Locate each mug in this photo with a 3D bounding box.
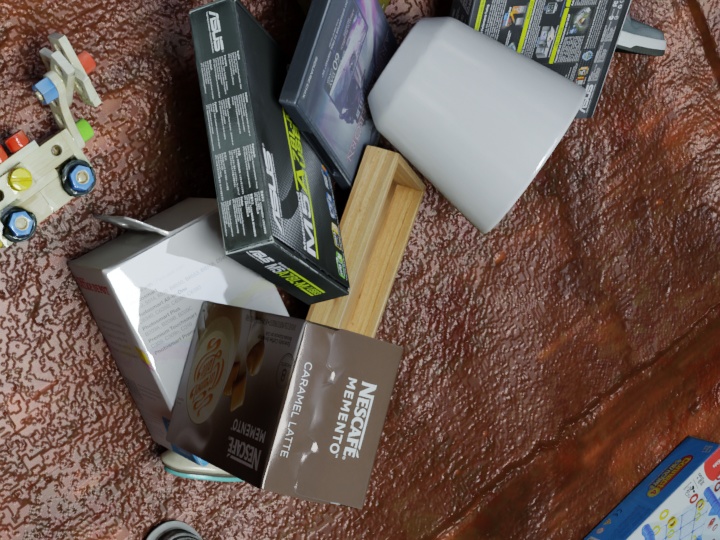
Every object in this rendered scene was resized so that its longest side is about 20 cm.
[{"bbox_3d":[0.081,-0.125,1.098,0.152,0.187,0.150,35,38,-2],"label":"mug"}]

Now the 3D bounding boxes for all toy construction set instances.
[{"bbox_3d":[-0.282,-0.093,0.997,0.199,0.092,0.132,-36,107,-9],"label":"toy construction set"}]

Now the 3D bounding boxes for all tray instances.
[{"bbox_3d":[0.000,0.000,1.139,0.203,0.037,0.099,-71,159,-8],"label":"tray"}]

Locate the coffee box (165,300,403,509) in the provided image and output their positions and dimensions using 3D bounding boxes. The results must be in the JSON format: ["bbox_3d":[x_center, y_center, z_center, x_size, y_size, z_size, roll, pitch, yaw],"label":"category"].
[{"bbox_3d":[-0.061,0.091,0.907,0.079,0.199,0.116,17,86,-26],"label":"coffee box"}]

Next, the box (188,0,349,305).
[{"bbox_3d":[-0.069,-0.089,1.024,0.047,0.193,0.203,-13,73,12],"label":"box"}]

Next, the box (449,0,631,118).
[{"bbox_3d":[0.160,-0.225,1.155,0.158,0.045,0.202,-6,136,-16],"label":"box"}]

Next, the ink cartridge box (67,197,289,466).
[{"bbox_3d":[-0.143,0.034,1.046,0.124,0.128,0.202,-29,106,-22],"label":"ink cartridge box"}]

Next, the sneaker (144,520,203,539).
[{"bbox_3d":[-0.107,0.309,1.085,0.076,0.115,0.202,-42,110,-19],"label":"sneaker"}]

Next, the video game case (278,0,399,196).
[{"bbox_3d":[-0.011,-0.163,1.073,0.200,0.019,0.145,50,56,-66],"label":"video game case"}]

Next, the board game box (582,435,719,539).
[{"bbox_3d":[0.343,0.318,1.347,0.199,0.056,0.197,-38,108,-20],"label":"board game box"}]

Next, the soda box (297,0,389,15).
[{"bbox_3d":[0.015,-0.311,1.132,0.202,0.063,0.068,-65,159,-10],"label":"soda box"}]

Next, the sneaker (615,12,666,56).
[{"bbox_3d":[0.227,-0.286,1.248,0.197,0.083,0.123,11,97,-26],"label":"sneaker"}]

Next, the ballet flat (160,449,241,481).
[{"bbox_3d":[-0.083,0.157,1.119,0.198,0.069,0.071,15,86,-36],"label":"ballet flat"}]
